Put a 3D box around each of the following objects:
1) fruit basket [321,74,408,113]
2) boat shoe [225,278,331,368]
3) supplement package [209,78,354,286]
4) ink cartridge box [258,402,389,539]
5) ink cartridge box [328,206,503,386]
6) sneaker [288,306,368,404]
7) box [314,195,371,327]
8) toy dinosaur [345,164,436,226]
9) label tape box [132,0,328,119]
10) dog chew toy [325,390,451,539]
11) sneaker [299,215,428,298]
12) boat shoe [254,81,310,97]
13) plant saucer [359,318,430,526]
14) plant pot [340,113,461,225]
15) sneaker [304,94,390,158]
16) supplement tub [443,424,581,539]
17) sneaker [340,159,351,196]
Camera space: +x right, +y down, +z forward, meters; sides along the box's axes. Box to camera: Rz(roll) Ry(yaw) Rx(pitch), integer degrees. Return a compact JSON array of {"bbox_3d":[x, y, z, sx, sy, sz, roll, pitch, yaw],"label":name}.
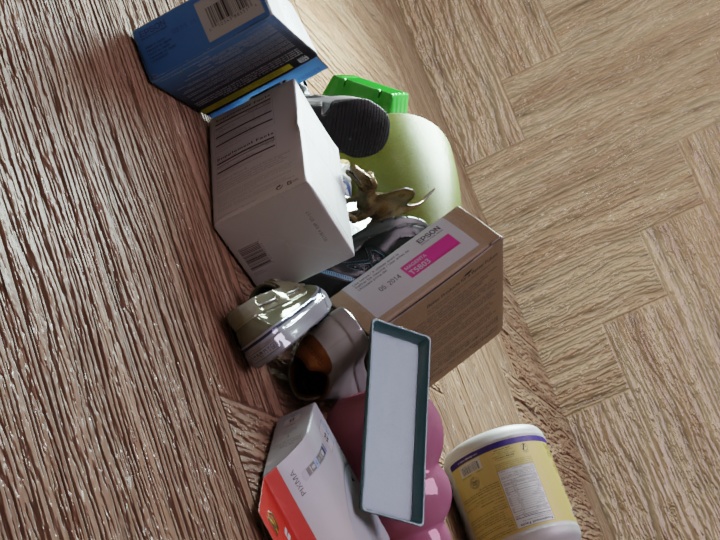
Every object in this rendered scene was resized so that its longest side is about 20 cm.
[{"bbox_3d":[-0.003,-0.168,2.211,0.216,0.155,0.217,19,90,-83],"label":"fruit basket"},{"bbox_3d":[-0.078,0.037,1.515,0.062,0.072,0.200,57,13,-4],"label":"boat shoe"},{"bbox_3d":[-0.086,-0.090,1.639,0.114,0.109,0.200,57,14,-35],"label":"supplement package"},{"bbox_3d":[-0.030,0.229,1.390,0.161,0.047,0.200,63,9,-14],"label":"ink cartridge box"},{"bbox_3d":[0.063,0.050,1.692,0.075,0.200,0.165,39,-29,33],"label":"ink cartridge box"},{"bbox_3d":[-0.040,0.105,1.596,0.073,0.085,0.200,48,-16,21],"label":"sneaker"},{"bbox_3d":[-0.016,0.005,1.810,0.116,0.060,0.201,17,47,-50],"label":"box"},{"bbox_3d":[0.022,-0.069,1.773,0.200,0.101,0.058,14,52,-63],"label":"toy dinosaur"},{"bbox_3d":[-0.134,-0.233,1.632,0.064,0.144,0.200,66,10,13],"label":"label tape box"},{"bbox_3d":[0.037,0.217,1.559,0.125,0.124,0.201,-6,80,-78],"label":"dog chew toy"},{"bbox_3d":[0.000,0.000,1.716,0.082,0.199,0.073,62,-30,12],"label":"sneaker"},{"bbox_3d":[-0.103,-0.227,1.939,0.066,0.074,0.200,49,19,-48],"label":"boat shoe"},{"bbox_3d":[0.032,0.146,1.487,0.070,0.019,0.201,19,58,-25],"label":"plant saucer"},{"bbox_3d":[0.057,-0.073,2.014,0.187,0.186,0.200,56,9,-39],"label":"plant pot"},{"bbox_3d":[-0.057,-0.182,1.853,0.199,0.075,0.088,3,15,-37],"label":"sneaker"},{"bbox_3d":[0.204,0.319,2.034,0.145,0.145,0.201,42,26,-64],"label":"supplement tub"},{"bbox_3d":[-0.051,-0.093,1.902,0.200,0.075,0.089,-2,84,-69],"label":"sneaker"}]
